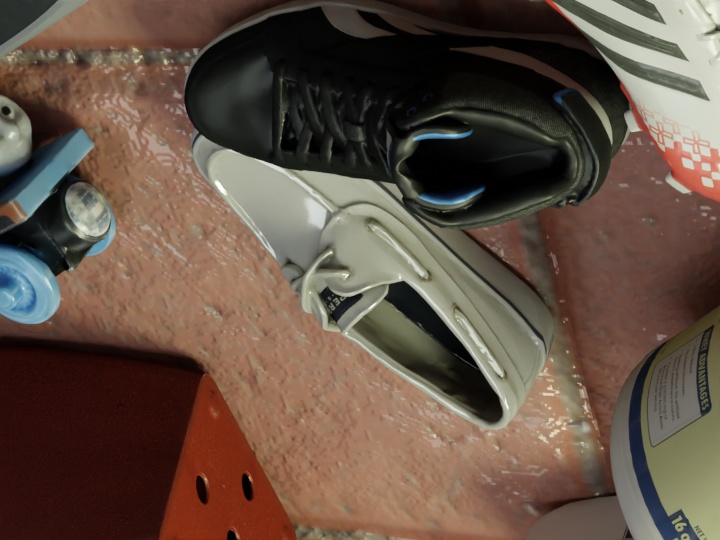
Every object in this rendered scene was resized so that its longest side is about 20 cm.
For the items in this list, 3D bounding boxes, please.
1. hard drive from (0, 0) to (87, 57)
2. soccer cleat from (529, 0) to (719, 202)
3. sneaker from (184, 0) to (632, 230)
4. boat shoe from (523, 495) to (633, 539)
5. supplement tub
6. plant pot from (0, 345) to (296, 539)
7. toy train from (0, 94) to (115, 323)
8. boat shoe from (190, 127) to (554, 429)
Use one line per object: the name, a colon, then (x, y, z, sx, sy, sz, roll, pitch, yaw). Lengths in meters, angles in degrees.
hard drive: (-0.214, -0.140, 0.916, 0.199, 0.042, 0.135, -18, 122, 37)
soccer cleat: (0.131, -0.093, 0.782, 0.200, 0.069, 0.085, 45, 148, -13)
sneaker: (0.006, -0.064, 0.829, 0.198, 0.112, 0.074, 3, 112, 17)
boat shoe: (0.175, 0.151, 0.994, 0.199, 0.072, 0.068, -10, 125, 35)
supplement tub: (0.213, 0.055, 0.830, 0.145, 0.145, 0.200, 37, 136, -12)
plant pot: (-0.143, 0.159, 1.076, 0.175, 0.201, 0.201, -13, 126, 18)
toy train: (-0.211, -0.020, 1.002, 0.199, 0.087, 0.115, -22, 114, 38)
boat shoe: (0.000, 0.000, 0.934, 0.200, 0.066, 0.072, 40, 136, -15)
